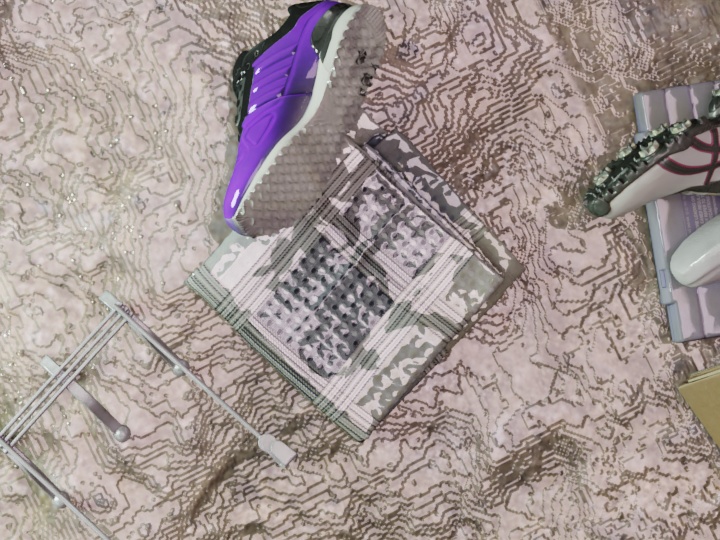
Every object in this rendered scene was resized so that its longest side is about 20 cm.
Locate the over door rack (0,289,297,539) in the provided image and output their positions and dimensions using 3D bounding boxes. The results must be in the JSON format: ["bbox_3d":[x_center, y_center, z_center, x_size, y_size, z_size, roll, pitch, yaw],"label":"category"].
[{"bbox_3d":[-0.164,0.133,1.564,0.200,0.067,0.148,40,82,16],"label":"over door rack"}]

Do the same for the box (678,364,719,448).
[{"bbox_3d":[0.344,0.150,1.599,0.021,0.163,0.200,-36,93,-26],"label":"box"}]

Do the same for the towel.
[{"bbox_3d":[0.000,0.000,1.620,0.192,0.035,0.200,43,81,-4],"label":"towel"}]

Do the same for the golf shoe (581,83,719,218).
[{"bbox_3d":[0.266,-0.083,1.613,0.199,0.077,0.088,-31,99,-8],"label":"golf shoe"}]

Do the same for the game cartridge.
[{"bbox_3d":[0.290,-0.050,1.667,0.129,0.038,0.201,-9,89,-5],"label":"game cartridge"}]

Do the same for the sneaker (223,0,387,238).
[{"bbox_3d":[-0.063,-0.119,1.591,0.099,0.070,0.201,19,73,34],"label":"sneaker"}]

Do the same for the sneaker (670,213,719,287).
[{"bbox_3d":[0.337,-0.022,1.626,0.199,0.075,0.089,-28,103,-10],"label":"sneaker"}]
